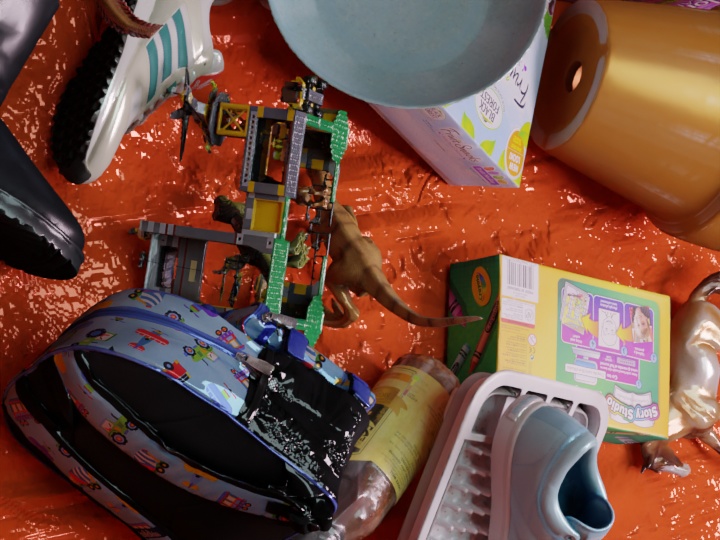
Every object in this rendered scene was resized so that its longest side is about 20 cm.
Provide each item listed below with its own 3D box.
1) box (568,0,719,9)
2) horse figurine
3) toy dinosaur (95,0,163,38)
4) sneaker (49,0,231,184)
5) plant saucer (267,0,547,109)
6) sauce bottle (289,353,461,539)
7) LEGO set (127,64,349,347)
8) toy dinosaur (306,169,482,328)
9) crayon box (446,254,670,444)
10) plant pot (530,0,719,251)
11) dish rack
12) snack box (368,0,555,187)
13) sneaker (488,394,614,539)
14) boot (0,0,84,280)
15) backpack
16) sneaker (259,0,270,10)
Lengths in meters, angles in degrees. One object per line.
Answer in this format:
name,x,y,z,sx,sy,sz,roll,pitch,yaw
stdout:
box,0.240,-0.315,1.834,0.200,0.097,0.176,0,81,-41
horse figurine,0.297,0.083,1.833,0.132,0.050,0.200,14,81,-22
toy dinosaur,-0.180,-0.251,1.430,0.200,0.105,0.181,67,23,-12
sneaker,-0.137,-0.135,1.480,0.093,0.070,0.200,31,60,-27
plant saucer,0.031,-0.201,1.536,0.201,0.039,0.201,1,74,-5
sauce bottle,0.002,0.144,1.556,0.066,0.066,0.200,54,50,-20
LEGO set,-0.090,-0.039,1.498,0.154,0.116,0.200,-15,112,-71
toy dinosaur,0.000,0.000,1.549,0.060,0.106,0.200,-23,61,-24
crayon box,0.157,0.065,1.714,0.200,0.058,0.119,13,74,-39
plant pot,0.242,-0.133,1.752,0.183,0.200,0.200,16,71,-23
dish rack,0.092,0.167,1.597,0.172,0.044,0.200,15,97,-50
snack box,0.081,-0.185,1.647,0.169,0.068,0.200,39,60,-56
sneaker,0.141,0.187,1.563,0.074,0.082,0.200,-35,132,-30
boot,-0.227,-0.111,1.391,0.200,0.076,0.168,37,63,-24
backpack,-0.116,0.089,1.396,0.200,0.183,0.135,36,51,-18
sneaker,-0.010,-0.258,1.616,0.099,0.071,0.200,32,58,-28
